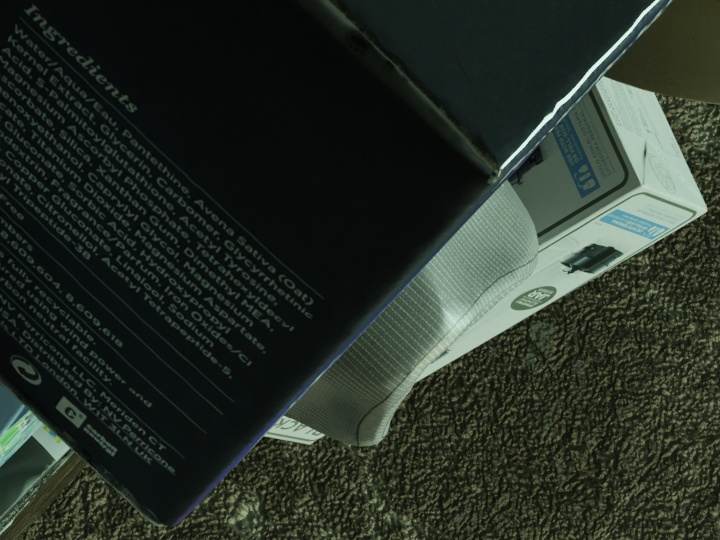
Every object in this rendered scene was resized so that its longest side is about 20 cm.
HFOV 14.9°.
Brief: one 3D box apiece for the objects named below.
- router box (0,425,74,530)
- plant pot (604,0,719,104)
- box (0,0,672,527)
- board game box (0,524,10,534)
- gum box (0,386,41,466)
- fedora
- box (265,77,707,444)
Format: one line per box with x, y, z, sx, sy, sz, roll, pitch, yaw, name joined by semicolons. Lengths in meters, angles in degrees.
-0.187;0.111;1.127;0.200;0.051;0.149;-47;-179;-43;router box
0.128;-0.161;0.818;0.200;0.200;0.135;-47;143;-39;plant pot
-0.006;-0.055;0.604;0.148;0.104;0.200;-46;179;-32;box
-0.241;0.166;1.321;0.199;0.043;0.200;-48;180;-18;board game box
-0.083;-0.010;0.958;0.200;0.045;0.170;-46;179;-36;gum box
0.000;0.000;0.960;0.177;0.090;0.200;-48;180;2;fedora
0.021;-0.027;1.082;0.200;0.117;0.060;-30;159;25;box
